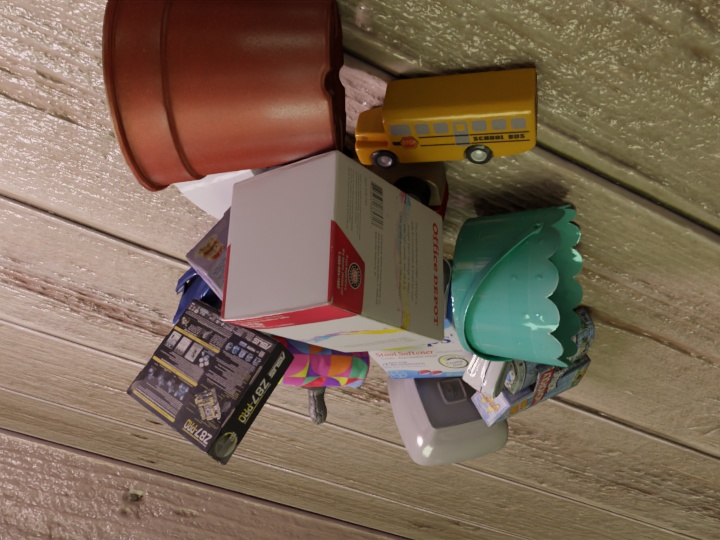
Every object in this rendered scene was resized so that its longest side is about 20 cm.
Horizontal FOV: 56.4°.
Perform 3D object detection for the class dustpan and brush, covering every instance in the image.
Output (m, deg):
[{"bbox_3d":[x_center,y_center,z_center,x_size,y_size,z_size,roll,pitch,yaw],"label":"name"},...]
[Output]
[{"bbox_3d":[-0.149,-0.091,0.944,0.137,0.058,0.201,-9,137,32],"label":"dustpan and brush"}]

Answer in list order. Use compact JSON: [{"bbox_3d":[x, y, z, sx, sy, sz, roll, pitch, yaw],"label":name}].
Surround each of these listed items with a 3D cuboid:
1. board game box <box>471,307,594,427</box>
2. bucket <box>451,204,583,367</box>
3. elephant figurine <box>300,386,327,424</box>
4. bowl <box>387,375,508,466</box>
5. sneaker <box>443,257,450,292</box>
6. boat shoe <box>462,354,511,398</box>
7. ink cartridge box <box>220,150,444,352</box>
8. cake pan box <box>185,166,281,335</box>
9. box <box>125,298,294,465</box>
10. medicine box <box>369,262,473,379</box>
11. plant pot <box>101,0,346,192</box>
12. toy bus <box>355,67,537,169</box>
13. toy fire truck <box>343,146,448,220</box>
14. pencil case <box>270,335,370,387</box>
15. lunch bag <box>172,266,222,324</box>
[{"bbox_3d":[0.285,0.172,1.114,0.197,0.062,0.201,-26,150,-11],"label":"board game box"},{"bbox_3d":[0.205,0.021,0.864,0.132,0.210,0.208,0,148,27],"label":"bucket"},{"bbox_3d":[-0.084,0.129,1.125,0.153,0.203,0.141,23,148,-20],"label":"elephant figurine"},{"bbox_3d":[0.158,0.231,1.193,0.196,0.202,0.075,-9,144,-14],"label":"bowl"},{"bbox_3d":[0.078,0.002,0.896,0.071,0.084,0.200,24,159,-1],"label":"sneaker"},{"bbox_3d":[0.206,0.088,1.005,0.066,0.203,0.073,23,-176,27],"label":"boat shoe"},{"bbox_3d":[-0.020,-0.005,0.694,0.143,0.148,0.199,-11,159,35],"label":"ink cartridge box"},{"bbox_3d":[-0.114,-0.030,0.900,0.052,0.201,0.185,30,160,30],"label":"cake pan box"},{"bbox_3d":[-0.203,0.139,0.892,0.198,0.162,0.049,18,156,40],"label":"box"},{"bbox_3d":[0.099,0.088,1.097,0.179,0.105,0.200,-7,146,28],"label":"medicine box"},{"bbox_3d":[-0.114,-0.182,0.653,0.191,0.204,0.202,-1,149,4],"label":"plant pot"},{"bbox_3d":[0.089,-0.162,0.723,0.196,0.066,0.079,0,148,18],"label":"toy bus"},{"bbox_3d":[0.034,-0.069,0.866,0.172,0.130,0.202,-1,138,19],"label":"toy fire truck"},{"bbox_3d":[-0.086,0.132,1.001,0.196,0.090,0.088,5,153,-22],"label":"pencil case"},{"bbox_3d":[-0.217,0.030,1.068,0.131,0.138,0.199,29,144,-22],"label":"lunch bag"}]
